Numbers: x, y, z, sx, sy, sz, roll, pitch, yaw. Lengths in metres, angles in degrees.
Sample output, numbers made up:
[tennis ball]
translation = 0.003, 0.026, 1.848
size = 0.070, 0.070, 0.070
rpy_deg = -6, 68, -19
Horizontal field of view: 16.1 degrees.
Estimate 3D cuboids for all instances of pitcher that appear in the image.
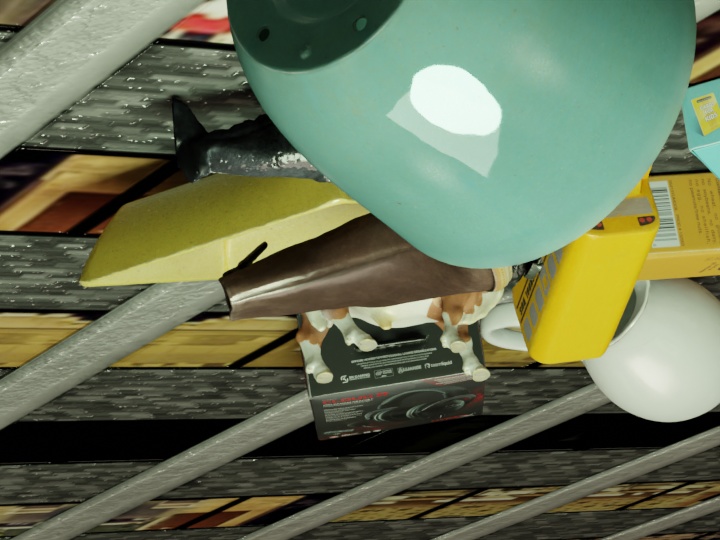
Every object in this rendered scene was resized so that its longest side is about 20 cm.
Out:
[pitcher]
translation = 0.210, 0.056, 2.112
size = 0.171, 0.122, 0.200
rpy_deg = -9, 157, 34

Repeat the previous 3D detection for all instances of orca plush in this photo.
[orca plush]
translation = -0.014, -0.100, 1.543
size = 0.199, 0.071, 0.105
rpy_deg = 3, -152, -8

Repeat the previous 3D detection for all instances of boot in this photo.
[boot]
translation = 0.000, 0.000, 1.570
size = 0.166, 0.073, 0.200
rpy_deg = -16, 179, -9

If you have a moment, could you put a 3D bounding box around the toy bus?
[toy bus]
translation = 0.157, -0.023, 1.765
size = 0.065, 0.078, 0.200
rpy_deg = -5, 146, -14

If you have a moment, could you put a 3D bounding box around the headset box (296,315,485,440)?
[headset box]
translation = 0.027, 0.078, 2.132
size = 0.148, 0.077, 0.200
rpy_deg = -9, 166, -1

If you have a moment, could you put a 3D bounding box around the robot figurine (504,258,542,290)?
[robot figurine]
translation = 0.118, -0.070, 1.586
size = 0.058, 0.145, 0.200
rpy_deg = 26, 160, -2

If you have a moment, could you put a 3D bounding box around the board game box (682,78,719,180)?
[board game box]
translation = 0.320, -0.089, 1.726
size = 0.151, 0.047, 0.200
rpy_deg = -15, 157, 21

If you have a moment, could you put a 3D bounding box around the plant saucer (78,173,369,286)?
[plant saucer]
translation = -0.059, -0.039, 1.662
size = 0.200, 0.049, 0.200
rpy_deg = -17, 173, 25

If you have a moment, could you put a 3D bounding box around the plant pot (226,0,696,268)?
[plant pot]
translation = 0.033, -0.122, 1.214
size = 0.200, 0.201, 0.161
rpy_deg = -20, 149, 33

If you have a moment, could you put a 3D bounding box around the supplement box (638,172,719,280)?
[supplement box]
translation = 0.260, -0.034, 1.891
size = 0.199, 0.069, 0.067
rpy_deg = -2, 164, -21

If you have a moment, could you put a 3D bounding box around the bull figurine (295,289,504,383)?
[bull figurine]
translation = 0.041, 0.018, 1.866
size = 0.199, 0.122, 0.065
rpy_deg = -4, 141, -2
